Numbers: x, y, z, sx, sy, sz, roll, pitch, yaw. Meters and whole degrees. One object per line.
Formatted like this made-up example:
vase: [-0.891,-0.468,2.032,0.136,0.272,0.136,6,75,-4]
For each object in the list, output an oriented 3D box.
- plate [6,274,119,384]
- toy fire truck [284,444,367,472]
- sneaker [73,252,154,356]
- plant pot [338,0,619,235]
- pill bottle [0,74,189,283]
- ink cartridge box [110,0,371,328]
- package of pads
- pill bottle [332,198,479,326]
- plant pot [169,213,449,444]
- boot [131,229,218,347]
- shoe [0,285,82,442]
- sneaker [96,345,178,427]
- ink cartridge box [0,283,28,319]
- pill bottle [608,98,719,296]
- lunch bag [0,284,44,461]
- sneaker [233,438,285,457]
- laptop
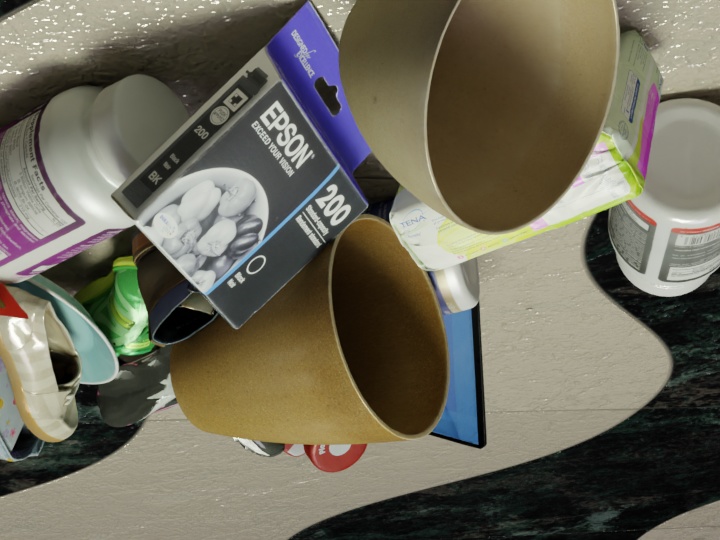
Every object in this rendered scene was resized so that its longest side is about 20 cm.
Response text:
plate: [-0.305,0.039,1.574,0.199,0.026,0.201,21,153,11]
toy fire truck: [-0.046,0.094,1.726,0.168,0.112,0.200,34,100,-38]
sneaker: [-0.202,0.031,1.581,0.074,0.084,0.200,-16,170,-34]
plant pot: [0.063,-0.139,1.162,0.134,0.202,0.200,21,180,41]
pill bottle: [-0.221,-0.072,1.299,0.199,0.113,0.112,-23,153,35]
ink cartridge box: [-0.066,-0.071,1.276,0.200,0.043,0.198,-46,149,-5]
package of pads: [0.127,-0.088,1.306,0.199,0.155,0.068,-21,119,30]
pill bottle: [0.000,0.000,1.545,0.198,0.112,0.111,-13,158,14]
plant pot: [-0.056,0.069,1.438,0.199,0.188,0.186,-16,157,28]
boot: [-0.109,-0.010,1.403,0.199,0.098,0.074,-26,150,38]
shoe: [-0.279,0.088,1.527,0.053,0.070,0.201,-2,141,8]
sneaker: [-0.182,0.099,1.812,0.198,0.081,0.086,-19,179,22]
ink cartridge box: [-0.364,-0.029,1.312,0.199,0.162,0.058,5,115,-36]
pill bottle: [0.273,-0.056,1.487,0.115,0.117,0.200,-7,159,1]
lunch bag: [-0.387,0.095,1.566,0.168,0.128,0.201,5,141,13]
sneaker: [-0.114,0.085,1.634,0.079,0.202,0.074,-21,-170,10]
laptop: [0.010,0.082,1.633,0.198,0.179,0.103,-5,-167,-5]
